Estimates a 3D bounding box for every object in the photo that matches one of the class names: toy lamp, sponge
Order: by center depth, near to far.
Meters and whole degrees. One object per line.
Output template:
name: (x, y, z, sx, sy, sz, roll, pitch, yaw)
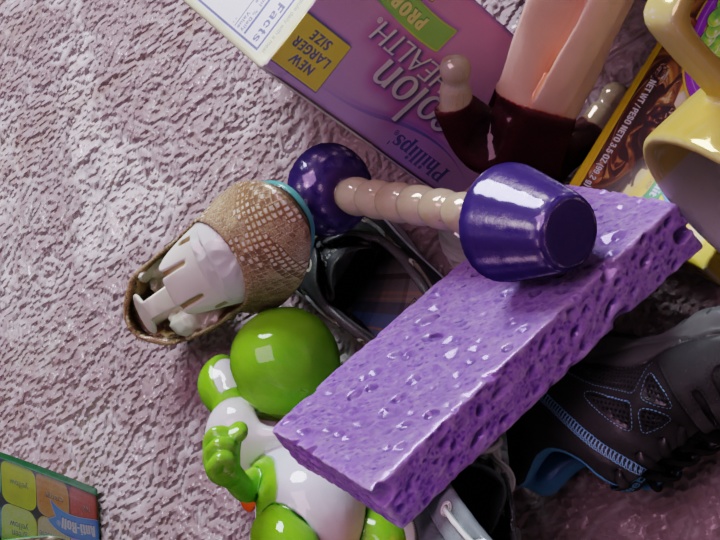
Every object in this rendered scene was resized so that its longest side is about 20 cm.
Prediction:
sponge: (0.058, 0.033, 0.810, 0.200, 0.030, 0.111, -41, 24, -16)
toy lamp: (0.038, -0.030, 0.839, 0.200, 0.058, 0.058, 15, 78, 56)

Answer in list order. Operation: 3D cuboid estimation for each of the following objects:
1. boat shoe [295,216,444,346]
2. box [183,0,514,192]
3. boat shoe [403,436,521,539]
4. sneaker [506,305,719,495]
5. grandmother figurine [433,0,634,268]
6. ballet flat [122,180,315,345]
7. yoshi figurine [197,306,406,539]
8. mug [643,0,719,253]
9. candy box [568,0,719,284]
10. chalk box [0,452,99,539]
boat shoe: (0.000, 0.000, 0.945, 0.200, 0.057, 0.069, 37, 93, 44)
box: (-0.021, -0.153, 0.958, 0.097, 0.176, 0.200, -52, 46, 6)
boat shoe: (0.055, 0.111, 0.790, 0.062, 0.073, 0.200, -50, 12, 19)
sneaker: (0.150, 0.065, 0.788, 0.200, 0.073, 0.082, -10, 65, 47)
grandmother figurine: (0.090, -0.085, 0.880, 0.201, 0.121, 0.061, -69, 25, 20)
ballet flat: (-0.086, 0.006, 0.954, 0.071, 0.065, 0.200, 57, 153, 3)
yoshi figurine: (-0.029, 0.092, 0.896, 0.112, 0.113, 0.200, -36, 46, -1)
mug: (0.222, -0.071, 0.727, 0.153, 0.187, 0.149, -48, 57, -3)
candy box: (0.193, -0.100, 0.862, 0.102, 0.026, 0.201, 31, 89, 41)
chalk box: (-0.230, 0.182, 0.993, 0.199, 0.124, 0.124, -26, 54, 25)
